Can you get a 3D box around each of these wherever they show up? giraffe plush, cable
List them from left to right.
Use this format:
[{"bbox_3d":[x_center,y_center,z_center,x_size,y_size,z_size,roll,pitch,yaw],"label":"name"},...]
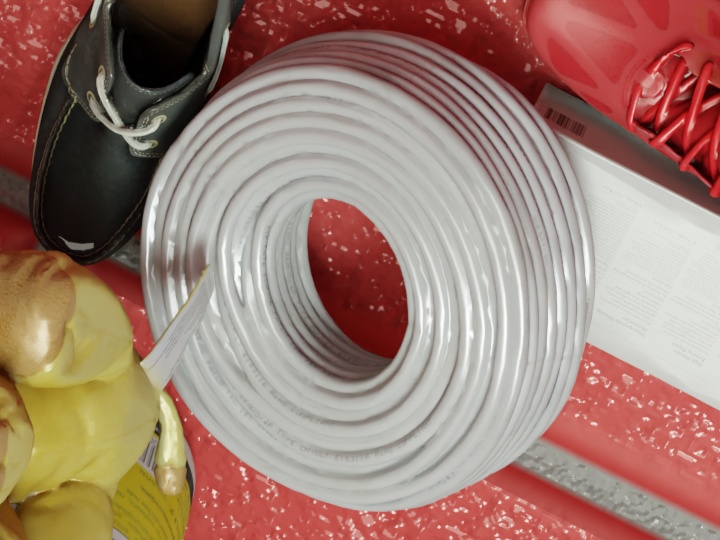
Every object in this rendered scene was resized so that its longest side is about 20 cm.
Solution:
[{"bbox_3d":[-0.173,0.050,1.110,0.161,0.200,0.173,13,127,21],"label":"giraffe plush"},{"bbox_3d":[0.000,0.000,1.150,0.200,0.069,0.201,34,121,23],"label":"cable"}]

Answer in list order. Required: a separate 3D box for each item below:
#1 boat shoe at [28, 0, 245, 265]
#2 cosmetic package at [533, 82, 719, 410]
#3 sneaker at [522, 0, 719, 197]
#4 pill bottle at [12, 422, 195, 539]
[{"bbox_3d":[-0.098,-0.084,1.182,0.072,0.068,0.201,28,116,-2],"label":"boat shoe"},{"bbox_3d":[0.146,0.005,1.168,0.199,0.051,0.083,28,115,1],"label":"cosmetic package"},{"bbox_3d":[0.151,-0.059,1.106,0.199,0.116,0.079,25,115,2],"label":"sneaker"},{"bbox_3d":[-0.142,0.145,1.199,0.111,0.200,0.112,5,127,7],"label":"pill bottle"}]
